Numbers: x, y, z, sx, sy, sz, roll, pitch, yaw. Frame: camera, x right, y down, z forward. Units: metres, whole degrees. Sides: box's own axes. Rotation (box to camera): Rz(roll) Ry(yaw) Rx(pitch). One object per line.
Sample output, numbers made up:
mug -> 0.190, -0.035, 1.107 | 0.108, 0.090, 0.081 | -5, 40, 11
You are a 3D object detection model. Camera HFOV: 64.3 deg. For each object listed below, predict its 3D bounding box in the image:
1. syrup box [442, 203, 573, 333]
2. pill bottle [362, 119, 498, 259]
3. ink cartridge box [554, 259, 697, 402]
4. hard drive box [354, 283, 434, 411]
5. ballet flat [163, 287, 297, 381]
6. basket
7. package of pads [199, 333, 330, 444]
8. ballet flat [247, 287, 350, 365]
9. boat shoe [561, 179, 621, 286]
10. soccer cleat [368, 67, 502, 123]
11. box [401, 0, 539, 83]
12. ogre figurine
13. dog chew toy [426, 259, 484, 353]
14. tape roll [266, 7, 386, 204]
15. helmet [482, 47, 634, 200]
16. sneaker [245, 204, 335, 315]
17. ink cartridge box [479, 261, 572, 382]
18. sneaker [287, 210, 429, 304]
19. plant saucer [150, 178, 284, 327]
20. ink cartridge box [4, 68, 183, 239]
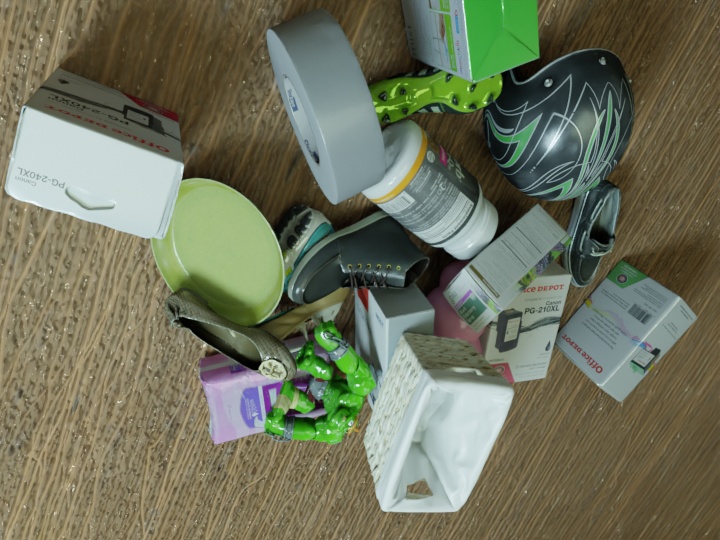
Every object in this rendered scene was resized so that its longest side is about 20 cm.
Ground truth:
syrup box -> 0.218, -0.006, 0.844 | 0.198, 0.082, 0.079 | -37, 167, -32
pill bottle -> 0.099, -0.106, 0.802 | 0.198, 0.117, 0.118 | 33, 101, -31
ink cartridge box -> 0.471, 0.108, 1.036 | 0.083, 0.145, 0.202 | 33, 101, -31
hard drive box -> 0.046, 0.113, 0.867 | 0.074, 0.156, 0.206 | -8, 118, -15
ballet flat -> -0.171, 0.090, 0.740 | 0.196, 0.047, 0.068 | 32, 123, 4
basket -> 0.093, 0.199, 0.763 | 0.131, 0.124, 0.206 | 9, 111, -23
package of pads -> -0.141, 0.178, 0.873 | 0.193, 0.076, 0.124 | -11, 122, -16
ballet flat -> -0.080, 0.073, 0.826 | 0.197, 0.069, 0.064 | -30, 83, -24
boat shoe -> 0.391, -0.055, 0.967 | 0.070, 0.071, 0.206 | -13, 120, -14
soccer cleat -> 0.091, -0.239, 0.750 | 0.193, 0.082, 0.069 | -13, 122, -12
box -> 0.111, -0.343, 0.651 | 0.094, 0.177, 0.205 | -20, 121, -9
ogre figurine -> -0.049, 0.172, 0.806 | 0.117, 0.098, 0.205 | 24, 95, -15
dog chew toy -> 0.147, 0.081, 0.917 | 0.121, 0.124, 0.207 | 8, 104, -24
tape roll -> -0.040, -0.184, 0.658 | 0.064, 0.201, 0.205 | -23, 122, -7
helmet -> 0.270, -0.197, 0.777 | 0.193, 0.192, 0.206 | -9, 119, -16
sneaker -> -0.108, 0.006, 0.804 | 0.201, 0.078, 0.079 | -49, 135, 11
ink cartridge box -> 0.259, 0.083, 0.976 | 0.140, 0.085, 0.207 | -4, 116, -20
sneaker -> 0.000, 0.000, 0.786 | 0.198, 0.106, 0.076 | -35, 150, -22
plant saucer -> -0.179, -0.023, 0.732 | 0.193, 0.031, 0.206 | 9, 119, 17
ink cartridge box -> -0.265, -0.127, 0.597 | 0.142, 0.201, 0.085 | 17, 110, -27
